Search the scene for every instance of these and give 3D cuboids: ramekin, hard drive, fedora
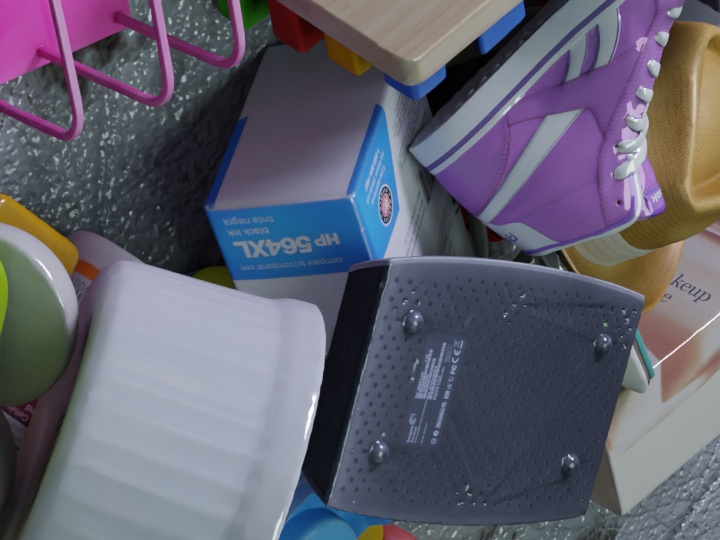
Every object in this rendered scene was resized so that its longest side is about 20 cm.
[{"bbox_3d":[-0.097,0.094,1.089,0.097,0.200,0.202,21,95,-10],"label":"ramekin"},{"bbox_3d":[0.055,0.058,1.246,0.199,0.042,0.136,7,100,-47],"label":"hard drive"},{"bbox_3d":[0.163,-0.074,1.350,0.200,0.081,0.202,15,72,-54],"label":"fedora"}]

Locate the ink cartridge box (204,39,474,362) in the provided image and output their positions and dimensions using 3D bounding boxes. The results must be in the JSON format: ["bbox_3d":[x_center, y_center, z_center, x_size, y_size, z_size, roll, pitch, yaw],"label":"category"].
[{"bbox_3d":[0.000,0.000,1.303,0.146,0.084,0.201,-73,152,-50],"label":"ink cartridge box"}]

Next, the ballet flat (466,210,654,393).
[{"bbox_3d":[0.101,-0.003,1.390,0.069,0.069,0.201,-39,122,-22],"label":"ballet flat"}]

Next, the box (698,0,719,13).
[{"bbox_3d":[0.169,-0.236,1.307,0.048,0.200,0.160,-9,111,-15],"label":"box"}]

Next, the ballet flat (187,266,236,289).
[{"bbox_3d":[-0.095,0.096,1.317,0.067,0.067,0.201,15,98,-46],"label":"ballet flat"}]

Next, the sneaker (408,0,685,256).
[{"bbox_3d":[0.132,-0.091,1.242,0.114,0.073,0.200,44,112,-5],"label":"sneaker"}]

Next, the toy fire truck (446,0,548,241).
[{"bbox_3d":[0.076,-0.129,1.384,0.141,0.049,0.201,33,86,-45],"label":"toy fire truck"}]

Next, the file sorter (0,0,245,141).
[{"bbox_3d":[-0.166,-0.125,1.113,0.199,0.125,0.140,-28,125,-30],"label":"file sorter"}]

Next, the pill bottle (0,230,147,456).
[{"bbox_3d":[-0.153,0.091,1.228,0.201,0.114,0.114,-55,134,-8],"label":"pill bottle"}]

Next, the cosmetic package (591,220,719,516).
[{"bbox_3d":[0.186,0.045,1.525,0.200,0.103,0.088,-37,130,-26],"label":"cosmetic package"}]

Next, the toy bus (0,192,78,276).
[{"bbox_3d":[-0.220,0.052,1.176,0.065,0.078,0.201,38,82,-43],"label":"toy bus"}]

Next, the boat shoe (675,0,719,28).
[{"bbox_3d":[0.199,-0.121,1.486,0.065,0.072,0.201,4,106,-47],"label":"boat shoe"}]

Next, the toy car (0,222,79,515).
[{"bbox_3d":[-0.222,0.055,1.037,0.201,0.149,0.175,-63,172,31],"label":"toy car"}]

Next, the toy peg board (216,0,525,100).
[{"bbox_3d":[0.029,-0.171,1.233,0.200,0.199,0.098,-40,147,-22],"label":"toy peg board"}]

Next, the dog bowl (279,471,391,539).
[{"bbox_3d":[-0.029,0.183,1.282,0.111,0.049,0.201,-44,139,-33],"label":"dog bowl"}]

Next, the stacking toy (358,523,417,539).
[{"bbox_3d":[-0.022,0.172,1.402,0.146,0.146,0.200,-45,113,-18],"label":"stacking toy"}]
